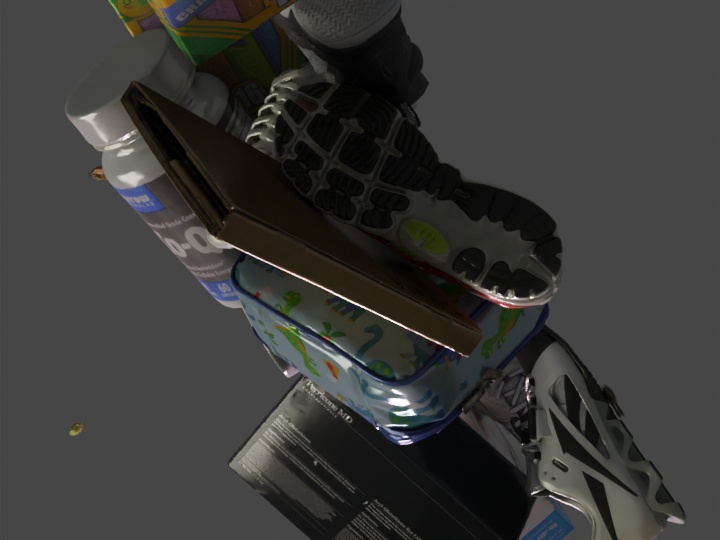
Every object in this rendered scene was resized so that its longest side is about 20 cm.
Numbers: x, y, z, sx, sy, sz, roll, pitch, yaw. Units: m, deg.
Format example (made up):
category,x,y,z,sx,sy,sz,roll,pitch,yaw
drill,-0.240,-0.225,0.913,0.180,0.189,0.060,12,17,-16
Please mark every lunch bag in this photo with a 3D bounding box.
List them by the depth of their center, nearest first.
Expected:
category,x,y,z,sx,sy,sz,roll,pitch,yaw
lunch bag,0.021,0.015,0.777,0.199,0.161,0.083,28,152,40

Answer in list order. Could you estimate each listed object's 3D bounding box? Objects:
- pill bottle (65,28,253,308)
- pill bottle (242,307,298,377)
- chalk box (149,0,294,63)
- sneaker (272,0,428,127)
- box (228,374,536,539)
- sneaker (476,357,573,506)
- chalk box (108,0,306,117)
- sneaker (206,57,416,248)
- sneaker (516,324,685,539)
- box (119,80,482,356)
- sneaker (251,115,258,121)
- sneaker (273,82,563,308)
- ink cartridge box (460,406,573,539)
category,x,y,z,sx,sy,sz,roll,pitch,yaw
pill bottle,-0.123,-0.076,0.846,0.200,0.113,0.114,51,-178,-33
pill bottle,0.000,0.000,0.939,0.113,0.199,0.113,57,178,3
chalk box,-0.069,-0.193,0.464,0.125,0.123,0.200,57,178,6
sneaker,-0.019,-0.157,0.733,0.200,0.075,0.114,52,172,53
box,0.017,0.161,0.875,0.200,0.141,0.079,41,-140,1
sneaker,0.161,0.127,0.970,0.200,0.077,0.085,49,174,-11
chalk box,-0.117,-0.231,0.865,0.125,0.123,0.201,-85,-29,-48
sneaker,-0.046,-0.096,0.783,0.076,0.200,0.081,8,138,46
sneaker,0.147,0.121,0.830,0.201,0.088,0.074,59,-179,25
box,-0.034,-0.030,0.651,0.199,0.021,0.164,26,-166,-40
sneaker,-0.109,-0.114,0.989,0.200,0.077,0.113,47,156,43
sneaker,0.030,-0.036,0.674,0.199,0.077,0.085,36,171,11
ink cartridge box,0.101,0.171,1.016,0.200,0.067,0.116,45,-170,-34
